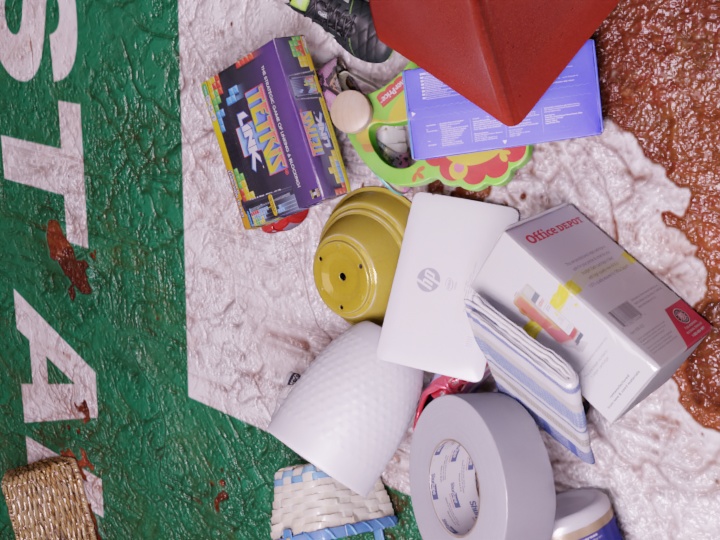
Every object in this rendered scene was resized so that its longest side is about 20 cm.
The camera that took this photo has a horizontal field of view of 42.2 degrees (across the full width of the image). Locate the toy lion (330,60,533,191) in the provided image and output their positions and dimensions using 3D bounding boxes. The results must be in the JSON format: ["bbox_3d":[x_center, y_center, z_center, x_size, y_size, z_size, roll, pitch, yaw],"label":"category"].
[{"bbox_3d":[0.093,-0.164,1.037,0.199,0.069,0.193,-37,79,17],"label":"toy lion"}]

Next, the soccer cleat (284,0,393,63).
[{"bbox_3d":[-0.041,-0.315,1.127,0.200,0.081,0.068,46,127,22],"label":"soccer cleat"}]

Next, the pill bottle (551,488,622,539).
[{"bbox_3d":[0.252,0.358,1.038,0.115,0.115,0.202,-20,89,42],"label":"pill bottle"}]

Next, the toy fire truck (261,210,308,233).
[{"bbox_3d":[-0.097,-0.158,1.240,0.140,0.048,0.203,-12,93,42],"label":"toy fire truck"}]

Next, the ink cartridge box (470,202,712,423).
[{"bbox_3d":[0.233,0.036,0.947,0.200,0.144,0.084,46,129,22],"label":"ink cartridge box"}]

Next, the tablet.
[{"bbox_3d":[0.099,0.016,1.066,0.129,0.014,0.203,11,82,20],"label":"tablet"}]

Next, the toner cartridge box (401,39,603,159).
[{"bbox_3d":[0.148,-0.175,0.972,0.197,0.043,0.096,-6,94,15],"label":"toner cartridge box"}]

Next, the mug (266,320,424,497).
[{"bbox_3d":[0.004,0.169,1.152,0.147,0.200,0.176,28,79,32],"label":"mug"}]

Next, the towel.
[{"bbox_3d":[0.178,0.115,0.955,0.147,0.024,0.201,40,167,36],"label":"towel"}]

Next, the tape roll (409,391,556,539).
[{"bbox_3d":[0.129,0.237,1.032,0.200,0.065,0.203,4,94,63],"label":"tape roll"}]

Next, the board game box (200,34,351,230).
[{"bbox_3d":[-0.109,-0.168,1.172,0.164,0.056,0.202,-17,91,47],"label":"board game box"}]

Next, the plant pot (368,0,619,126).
[{"bbox_3d":[0.117,-0.296,0.878,0.200,0.176,0.200,39,89,25],"label":"plant pot"}]

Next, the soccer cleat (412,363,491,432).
[{"bbox_3d":[0.119,0.121,1.106,0.066,0.076,0.201,33,126,10],"label":"soccer cleat"}]

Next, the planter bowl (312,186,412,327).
[{"bbox_3d":[0.000,0.000,1.178,0.199,0.083,0.203,12,109,38],"label":"planter bowl"}]

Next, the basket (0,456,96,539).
[{"bbox_3d":[-0.609,0.475,1.849,0.143,0.147,0.203,175,79,-74],"label":"basket"}]

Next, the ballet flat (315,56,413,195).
[{"bbox_3d":[0.010,-0.184,1.135,0.071,0.069,0.201,-48,68,26],"label":"ballet flat"}]

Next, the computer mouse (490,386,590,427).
[{"bbox_3d":[0.179,0.163,1.096,0.200,0.044,0.110,-47,69,35],"label":"computer mouse"}]

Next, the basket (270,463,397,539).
[{"bbox_3d":[-0.032,0.357,1.249,0.138,0.175,0.202,-29,64,40],"label":"basket"}]

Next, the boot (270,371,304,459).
[{"bbox_3d":[-0.067,0.171,1.288,0.095,0.073,0.201,40,126,17],"label":"boot"}]
